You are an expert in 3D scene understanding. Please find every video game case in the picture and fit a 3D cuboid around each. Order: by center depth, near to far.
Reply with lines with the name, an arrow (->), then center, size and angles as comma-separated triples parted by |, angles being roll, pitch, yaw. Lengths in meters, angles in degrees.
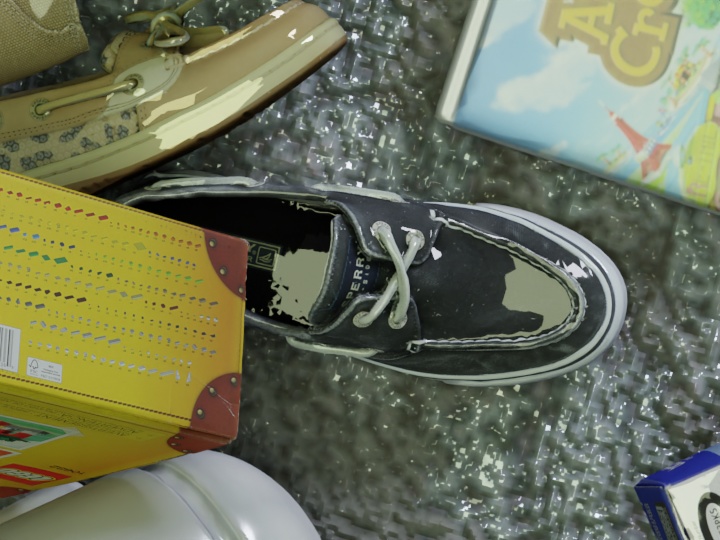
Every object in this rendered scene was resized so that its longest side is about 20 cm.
video game case -> 0.144, -0.123, 1.059 | 0.182, 0.022, 0.200 | 18, 94, 6

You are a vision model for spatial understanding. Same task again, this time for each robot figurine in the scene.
robot figurine -> -0.090, 0.136, 1.021 | 0.200, 0.113, 0.170 | -24, 45, -28

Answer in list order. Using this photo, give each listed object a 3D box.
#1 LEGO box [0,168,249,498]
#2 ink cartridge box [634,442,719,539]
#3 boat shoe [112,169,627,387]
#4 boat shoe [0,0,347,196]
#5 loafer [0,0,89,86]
LEGO box -> -0.161, 0.017, 0.975 | 0.149, 0.200, 0.077 | -16, 65, 47
ink cartridge box -> 0.191, 0.110, 1.019 | 0.200, 0.076, 0.137 | -24, 88, -4
boat shoe -> 0.000, 0.000, 1.054 | 0.200, 0.068, 0.072 | 14, 93, 6
boat shoe -> -0.103, -0.062, 1.061 | 0.200, 0.073, 0.063 | -24, 92, 7
loafer -> -0.128, -0.161, 1.057 | 0.067, 0.076, 0.200 | 3, 81, -5
